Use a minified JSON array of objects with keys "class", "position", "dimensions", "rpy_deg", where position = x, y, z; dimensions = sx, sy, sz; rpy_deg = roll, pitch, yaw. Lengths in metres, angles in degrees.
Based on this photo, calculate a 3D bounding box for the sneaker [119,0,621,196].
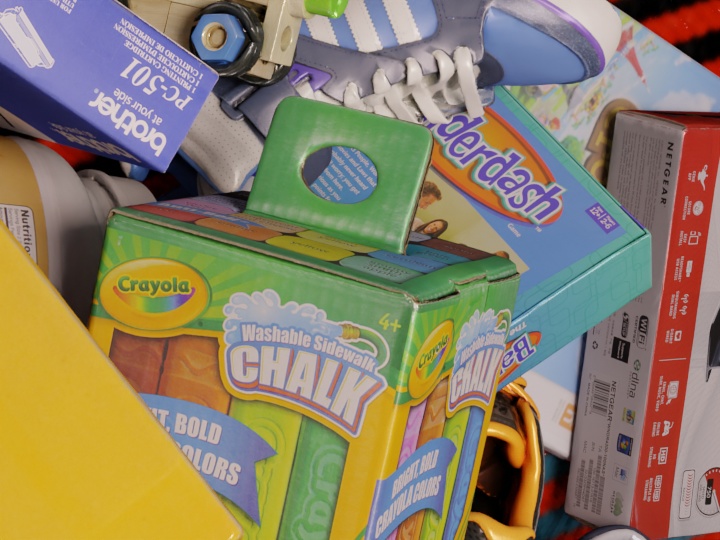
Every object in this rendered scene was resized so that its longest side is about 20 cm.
[{"class":"sneaker","position":[-0.004,-0.066,1.108],"dimensions":[0.081,0.199,0.147],"rpy_deg":[77,30,-66]}]

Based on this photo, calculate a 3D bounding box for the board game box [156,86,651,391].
[{"class":"board game box","position":[0.000,0.000,1.129],"dimensions":[0.200,0.152,0.045],"rpy_deg":[-33,148,-14]}]

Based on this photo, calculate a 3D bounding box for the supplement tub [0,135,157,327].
[{"class":"supplement tub","position":[-0.185,0.014,1.028],"dimensions":[0.199,0.144,0.145],"rpy_deg":[6,96,-28]}]

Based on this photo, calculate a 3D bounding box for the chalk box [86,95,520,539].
[{"class":"chalk box","position":[-0.025,0.040,0.972],"dimensions":[0.124,0.124,0.201],"rpy_deg":[-15,117,-68]}]

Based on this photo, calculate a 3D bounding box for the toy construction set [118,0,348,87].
[{"class":"toy construction set","position":[-0.069,-0.147,1.050],"dimensions":[0.092,0.199,0.132],"rpy_deg":[9,95,-53]}]

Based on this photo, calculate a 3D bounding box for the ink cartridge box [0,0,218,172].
[{"class":"ink cartridge box","position":[-0.142,-0.089,1.007],"dimensions":[0.094,0.200,0.044],"rpy_deg":[35,80,-31]}]

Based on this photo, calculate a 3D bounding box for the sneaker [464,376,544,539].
[{"class":"sneaker","position":[0.046,0.065,1.153],"dimensions":[0.078,0.077,0.201],"rpy_deg":[17,49,-24]}]

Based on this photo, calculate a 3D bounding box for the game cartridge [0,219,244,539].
[{"class":"game cartridge","position":[-0.167,0.067,0.906],"dimensions":[0.176,0.032,0.200],"rpy_deg":[-38,84,-6]}]

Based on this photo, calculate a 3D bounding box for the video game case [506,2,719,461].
[{"class":"video game case","position":[0.077,-0.034,1.256],"dimensions":[0.182,0.022,0.201],"rpy_deg":[29,83,-32]}]

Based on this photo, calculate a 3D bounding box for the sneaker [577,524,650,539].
[{"class":"sneaker","position":[0.094,0.201,1.195],"dimensions":[0.070,0.109,0.201],"rpy_deg":[29,42,-13]}]

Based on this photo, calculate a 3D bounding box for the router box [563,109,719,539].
[{"class":"router box","position":[0.191,0.023,1.302],"dimensions":[0.179,0.049,0.201],"rpy_deg":[-2,104,-38]}]
